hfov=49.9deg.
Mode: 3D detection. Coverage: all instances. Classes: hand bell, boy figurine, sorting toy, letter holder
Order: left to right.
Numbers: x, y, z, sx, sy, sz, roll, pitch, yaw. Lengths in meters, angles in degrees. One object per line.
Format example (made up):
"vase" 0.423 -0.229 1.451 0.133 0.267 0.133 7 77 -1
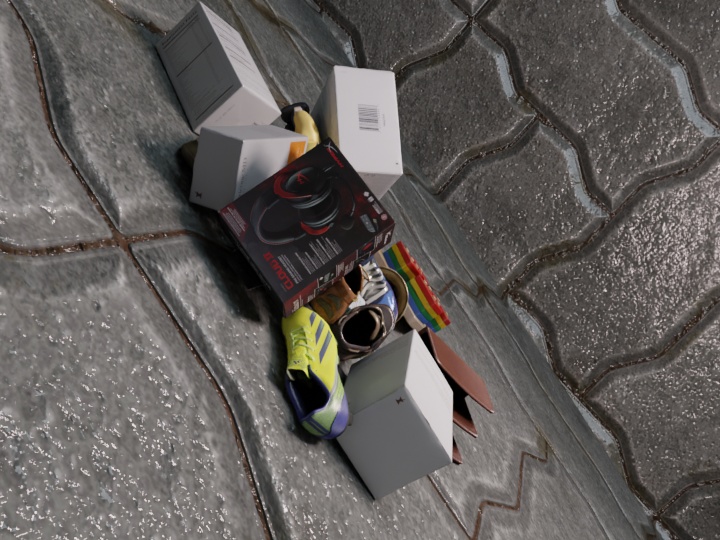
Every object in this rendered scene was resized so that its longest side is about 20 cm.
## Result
"boy figurine" -0.098 -0.221 1.374 0.201 0.063 0.126 -107 -174 -52
"hand bell" 0.041 0.050 1.429 0.105 0.103 0.200 55 3 5
"sorting toy" 0.107 0.035 1.593 0.201 0.069 0.200 62 7 26
"letter holder" 0.142 0.219 1.309 0.200 0.100 0.143 43 20 -37

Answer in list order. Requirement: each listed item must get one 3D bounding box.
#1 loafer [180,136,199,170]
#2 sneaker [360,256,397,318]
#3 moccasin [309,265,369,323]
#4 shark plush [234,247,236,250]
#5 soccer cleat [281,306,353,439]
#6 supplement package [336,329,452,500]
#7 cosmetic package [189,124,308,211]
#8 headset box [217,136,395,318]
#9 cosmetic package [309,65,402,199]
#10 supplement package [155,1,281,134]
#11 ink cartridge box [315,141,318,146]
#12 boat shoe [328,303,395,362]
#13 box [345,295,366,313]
"loafer" -0.204 -0.177 1.149 0.077 0.067 0.200 52 15 -5
"sneaker" 0.000 0.000 1.255 0.202 0.080 0.147 60 -10 7
"moccasin" -0.024 0.008 1.104 0.074 0.077 0.201 54 13 -5
"shark plush" -0.149 -0.075 1.112 0.082 0.092 0.202 10 42 -23
"soccer cleat" -0.065 0.114 0.957 0.083 0.064 0.202 35 25 -45
"supplement package" 0.048 0.185 1.036 0.118 0.116 0.200 58 14 -9
"cosmetic package" -0.152 -0.146 1.088 0.070 0.103 0.200 18 17 17
"headset box" -0.076 -0.049 0.994 0.150 0.198 0.075 52 -13 13
"cosmetic package" -0.017 -0.234 1.435 0.200 0.120 0.204 133 -45 -65
"supplement package" -0.233 -0.313 1.264 0.109 0.113 0.202 25 33 -59
"ink cartridge box" -0.072 -0.071 1.104 0.038 0.100 0.204 13 67 -12
"boat shoe" 0.004 0.089 1.110 0.199 0.072 0.076 -24 93 -56
"box" -0.059 0.020 1.207 0.201 0.049 0.082 52 16 -11
